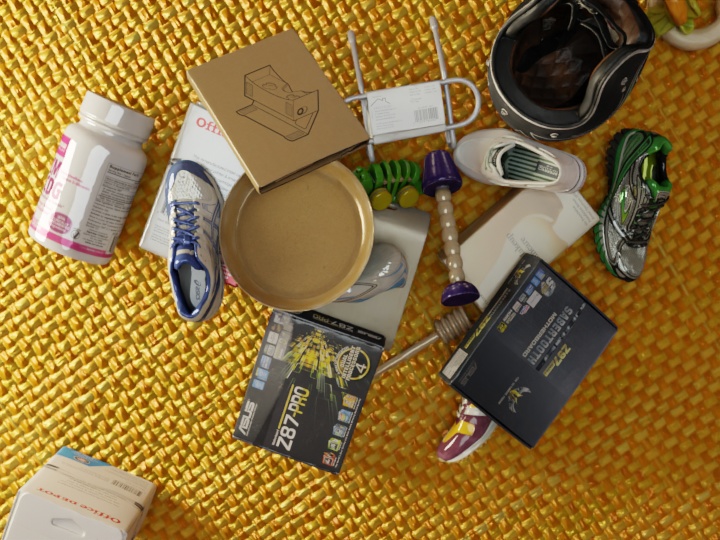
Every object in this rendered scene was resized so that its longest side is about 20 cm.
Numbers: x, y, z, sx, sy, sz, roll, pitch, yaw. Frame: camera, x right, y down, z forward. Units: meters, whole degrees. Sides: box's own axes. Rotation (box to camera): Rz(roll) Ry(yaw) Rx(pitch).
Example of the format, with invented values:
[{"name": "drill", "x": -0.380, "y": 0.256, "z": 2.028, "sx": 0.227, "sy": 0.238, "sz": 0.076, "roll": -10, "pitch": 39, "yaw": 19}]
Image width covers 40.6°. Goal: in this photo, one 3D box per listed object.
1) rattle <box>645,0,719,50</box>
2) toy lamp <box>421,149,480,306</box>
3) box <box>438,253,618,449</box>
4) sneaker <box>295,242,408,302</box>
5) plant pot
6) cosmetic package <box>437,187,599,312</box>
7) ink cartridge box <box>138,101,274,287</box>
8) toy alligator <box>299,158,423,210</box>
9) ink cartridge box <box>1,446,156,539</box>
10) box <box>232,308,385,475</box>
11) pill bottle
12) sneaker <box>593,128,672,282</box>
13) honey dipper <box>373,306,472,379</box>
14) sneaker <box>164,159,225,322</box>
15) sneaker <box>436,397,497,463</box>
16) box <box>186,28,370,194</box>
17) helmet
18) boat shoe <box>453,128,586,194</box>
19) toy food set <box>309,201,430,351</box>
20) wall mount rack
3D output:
[{"name": "rattle", "x": 0.477, "y": -0.361, "z": 1.251, "sx": 0.195, "sy": 0.143, "sz": 0.133, "roll": 3, "pitch": 78, "yaw": 5}, {"name": "toy lamp", "x": 0.115, "y": -0.058, "z": 1.257, "sx": 0.057, "sy": 0.058, "sz": 0.204, "roll": -9, "pitch": 72, "yaw": 0}, {"name": "box", "x": 0.220, "y": 0.106, "z": 1.269, "sx": 0.157, "sy": 0.051, "sz": 0.201, "roll": 38, "pitch": 89, "yaw": -19}, {"name": "sneaker", "x": -0.033, "y": 0.017, "z": 1.264, "sx": 0.196, "sy": 0.073, "sz": 0.073, "roll": -11, "pitch": 138, "yaw": 12}, {"name": "plant pot", "x": -0.079, "y": -0.049, "z": 1.220, "sx": 0.195, "sy": 0.027, "sz": 0.205, "roll": -1, "pitch": 83, "yaw": 5}, {"name": "cosmetic package", "x": 0.210, "y": -0.044, "z": 1.308, "sx": 0.200, "sy": 0.071, "sz": 0.105, "roll": -42, "pitch": 96, "yaw": 3}, {"name": "ink cartridge box", "x": -0.187, "y": -0.101, "z": 1.287, "sx": 0.142, "sy": 0.084, "sz": 0.204, "roll": 22, "pitch": 96, "yaw": -2}, {"name": "toy alligator", "x": 0.014, "y": -0.117, "z": 1.274, "sx": 0.196, "sy": 0.060, "sz": 0.055, "roll": -7, "pitch": 136, "yaw": -25}, {"name": "ink cartridge box", "x": -0.362, "y": 0.318, "z": 1.270, "sx": 0.144, "sy": 0.200, "sz": 0.087, "roll": 23, "pitch": 95, "yaw": -3}, {"name": "box", "x": -0.070, "y": 0.158, "z": 1.316, "sx": 0.158, "sy": 0.049, "sz": 0.204, "roll": 20, "pitch": 108, "yaw": -1}, {"name": "pill bottle", "x": -0.346, "y": -0.121, "z": 1.268, "sx": 0.111, "sy": 0.113, "sz": 0.204, "roll": 22, "pitch": 95, "yaw": -3}, {"name": "sneaker", "x": 0.365, "y": -0.086, "z": 1.289, "sx": 0.077, "sy": 0.085, "sz": 0.205, "roll": -1, "pitch": 98, "yaw": -29}, {"name": "honey dipper", "x": 0.063, "y": 0.114, "z": 1.342, "sx": 0.198, "sy": 0.038, "sz": 0.038, "roll": -31, "pitch": 96, "yaw": 6}, {"name": "sneaker", "x": -0.206, "y": -0.036, "z": 1.209, "sx": 0.073, "sy": 0.088, "sz": 0.205, "roll": -8, "pitch": 96, "yaw": 3}, {"name": "sneaker", "x": 0.161, "y": 0.170, "z": 1.331, "sx": 0.090, "sy": 0.075, "sz": 0.200, "roll": 45, "pitch": 85, "yaw": -8}, {"name": "box", "x": -0.105, "y": -0.207, "z": 1.232, "sx": 0.161, "sy": 0.021, "sz": 0.202, "roll": -26, "pitch": 67, "yaw": -19}, {"name": "helmet", "x": 0.255, "y": -0.261, "z": 1.225, "sx": 0.199, "sy": 0.201, "sz": 0.191, "roll": 36, "pitch": 130, "yaw": -5}, {"name": "boat shoe", "x": 0.192, "y": -0.145, "z": 1.246, "sx": 0.197, "sy": 0.066, "sz": 0.075, "roll": 13, "pitch": 96, "yaw": 40}, {"name": "toy food set", "x": 0.000, "y": 0.000, "z": 1.322, "sx": 0.140, "sy": 0.061, "sz": 0.204, "roll": 16, "pitch": 104, "yaw": -3}, {"name": "wall mount rack", "x": 0.055, "y": -0.240, "z": 1.287, "sx": 0.195, "sy": 0.075, "sz": 0.178, "roll": -9, "pitch": 100, "yaw": 0}]
